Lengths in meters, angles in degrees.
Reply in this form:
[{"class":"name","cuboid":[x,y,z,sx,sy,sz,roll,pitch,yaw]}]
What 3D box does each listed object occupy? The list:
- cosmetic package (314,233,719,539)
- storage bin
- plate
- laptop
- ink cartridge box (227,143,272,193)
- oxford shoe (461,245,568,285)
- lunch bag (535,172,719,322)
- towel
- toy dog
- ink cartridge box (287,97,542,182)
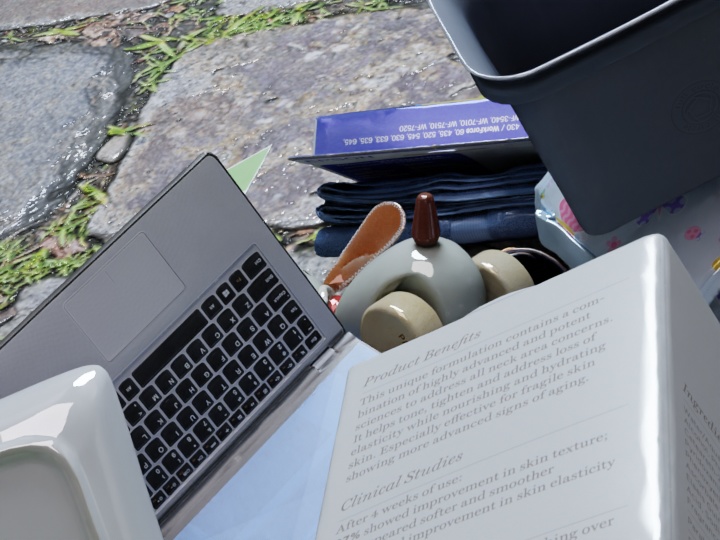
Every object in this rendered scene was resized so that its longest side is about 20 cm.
[{"class":"cosmetic package","cuboid":[0.092,0.128,0.753,0.166,0.167,0.201,-25,29,25]},{"class":"storage bin","cuboid":[0.152,-0.121,0.936,0.199,0.135,0.146,-26,38,3]},{"class":"plate","cuboid":[-0.179,0.166,0.819,0.199,0.201,0.032,-20,-9,-4]},{"class":"laptop","cuboid":[-0.057,0.075,0.879,0.187,0.201,0.116,-45,21,-23]},{"class":"ink cartridge box","cuboid":[-0.126,0.017,1.176,0.145,0.048,0.201,-25,25,39]},{"class":"oxford shoe","cuboid":[0.097,0.010,1.090,0.071,0.073,0.200,-39,27,-11]},{"class":"lunch bag","cuboid":[0.215,-0.023,1.007,0.199,0.128,0.170,-20,35,-16]},{"class":"towel","cuboid":[0.075,-0.041,1.173,0.198,0.049,0.112,-6,-2,19]},{"class":"toy dog","cuboid":[0.000,0.000,1.029,0.199,0.097,0.132,-3,18,28]},{"class":"ink cartridge box","cuboid":[0.077,-0.087,1.177,0.196,0.047,0.200,-4,-7,19]}]
